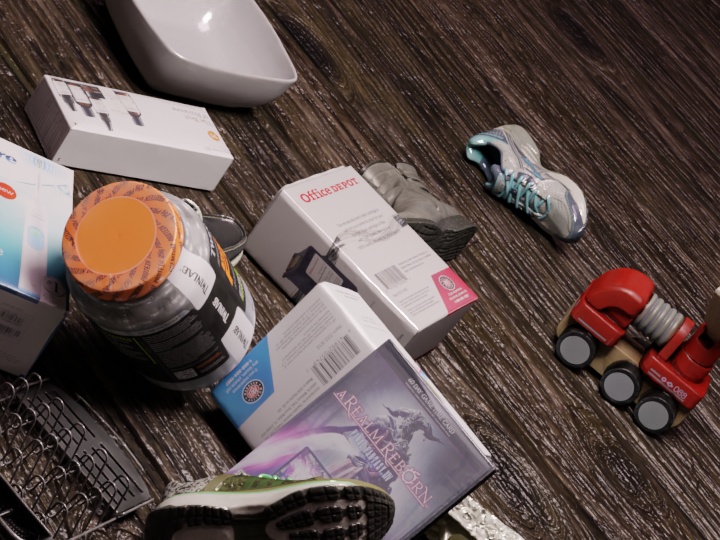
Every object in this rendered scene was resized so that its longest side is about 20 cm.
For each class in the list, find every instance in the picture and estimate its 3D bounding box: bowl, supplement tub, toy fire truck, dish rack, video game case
[{"bbox_3d":[-0.188,-0.258,1.982,0.199,0.075,0.200,8,42,-43],"label":"bowl"},{"bbox_3d":[-0.167,0.012,1.479,0.123,0.122,0.200,53,-4,25],"label":"supplement tub"},{"bbox_3d":[0.334,0.061,1.986,0.176,0.200,0.129,40,28,3],"label":"toy fire truck"},{"bbox_3d":[-0.245,0.142,1.361,0.153,0.055,0.200,48,30,15],"label":"dish rack"},{"bbox_3d":[-0.010,0.172,1.459,0.143,0.200,0.019,50,-1,21],"label":"video game case"}]

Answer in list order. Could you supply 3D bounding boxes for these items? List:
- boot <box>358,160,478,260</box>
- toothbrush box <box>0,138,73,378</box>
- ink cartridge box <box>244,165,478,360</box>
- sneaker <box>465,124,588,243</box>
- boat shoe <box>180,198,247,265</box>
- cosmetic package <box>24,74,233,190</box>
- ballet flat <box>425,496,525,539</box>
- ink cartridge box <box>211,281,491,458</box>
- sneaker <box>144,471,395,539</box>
[{"bbox_3d":[0.037,-0.067,1.988,0.131,0.068,0.200,44,21,20],"label":"boot"},{"bbox_3d":[-0.321,-0.026,1.486,0.146,0.085,0.200,25,30,-24],"label":"toothbrush box"},{"bbox_3d":[0.000,0.000,1.814,0.200,0.084,0.145,46,29,12],"label":"ink cartridge box"},{"bbox_3d":[0.200,-0.100,2.218,0.086,0.078,0.200,-8,45,-38],"label":"sneaker"},{"bbox_3d":[-0.171,-0.033,1.688,0.200,0.068,0.072,-3,47,-53],"label":"boat shoe"},{"bbox_3d":[-0.228,-0.136,1.785,0.199,0.051,0.083,8,42,-43],"label":"cosmetic package"},{"bbox_3d":[0.075,0.226,1.599,0.200,0.072,0.072,36,29,-4],"label":"ballet flat"},{"bbox_3d":[-0.008,0.134,1.538,0.200,0.145,0.085,51,12,22],"label":"ink cartridge box"},{"bbox_3d":[-0.072,0.182,1.422,0.199,0.077,0.089,-1,27,-8],"label":"sneaker"}]
